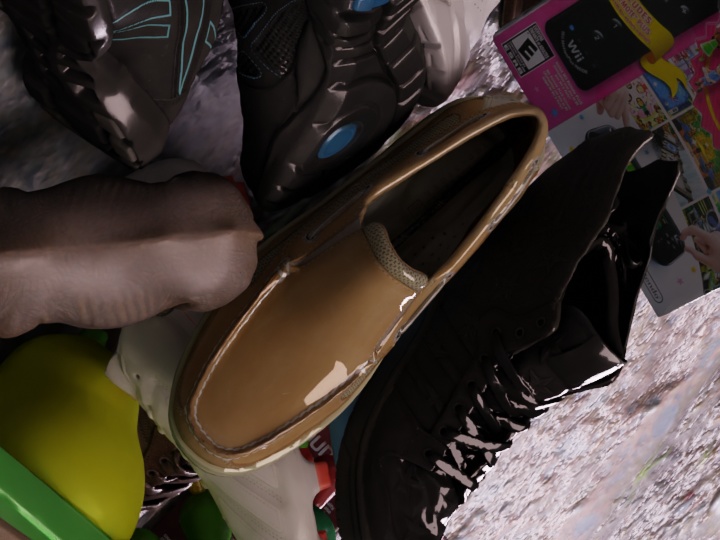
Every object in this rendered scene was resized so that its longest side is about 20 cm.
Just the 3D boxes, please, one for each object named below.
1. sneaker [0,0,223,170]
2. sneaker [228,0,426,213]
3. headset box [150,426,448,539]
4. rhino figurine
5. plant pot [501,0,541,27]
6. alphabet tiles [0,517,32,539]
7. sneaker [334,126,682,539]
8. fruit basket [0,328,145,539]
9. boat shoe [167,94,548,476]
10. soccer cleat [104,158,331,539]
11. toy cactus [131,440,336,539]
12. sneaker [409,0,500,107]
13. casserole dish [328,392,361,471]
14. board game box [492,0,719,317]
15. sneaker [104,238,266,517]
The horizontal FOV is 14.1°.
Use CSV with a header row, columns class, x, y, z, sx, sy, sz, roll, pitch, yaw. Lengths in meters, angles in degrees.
class,x,y,z,sx,sy,sz,roll,pitch,yaw
sneaker,-0.095,-0.110,1.061,0.079,0.075,0.200,-51,165,-13
sneaker,-0.019,-0.100,1.149,0.073,0.082,0.200,-32,159,-30
headset box,-0.043,0.158,1.491,0.200,0.077,0.149,-45,154,-4
rhino figurine,-0.131,-0.004,1.117,0.199,0.060,0.087,-7,180,-21
plant pot,0.204,-0.107,1.343,0.200,0.198,0.201,-35,153,-21
alphabet tiles,-0.216,0.123,1.084,0.167,0.200,0.006,-49,-168,24
sneaker,0.063,0.036,1.208,0.060,0.104,0.201,38,63,-40
fruit basket,-0.159,0.121,1.212,0.155,0.216,0.215,-30,159,20
boat shoe,0.000,0.000,1.167,0.200,0.072,0.076,-50,-171,-14
soccer cleat,-0.065,0.053,1.221,0.077,0.201,0.069,-17,-175,-8
toy cactus,-0.046,0.171,1.358,0.201,0.164,0.102,-63,166,-4
sneaker,0.028,-0.163,1.166,0.099,0.078,0.200,-52,159,-29
casserole dish,0.022,0.029,1.306,0.121,0.039,0.201,-50,148,-36
board game box,0.167,-0.086,1.212,0.064,0.148,0.200,-33,-178,-42
sneaker,-0.089,0.069,1.300,0.070,0.076,0.201,-11,137,-49
